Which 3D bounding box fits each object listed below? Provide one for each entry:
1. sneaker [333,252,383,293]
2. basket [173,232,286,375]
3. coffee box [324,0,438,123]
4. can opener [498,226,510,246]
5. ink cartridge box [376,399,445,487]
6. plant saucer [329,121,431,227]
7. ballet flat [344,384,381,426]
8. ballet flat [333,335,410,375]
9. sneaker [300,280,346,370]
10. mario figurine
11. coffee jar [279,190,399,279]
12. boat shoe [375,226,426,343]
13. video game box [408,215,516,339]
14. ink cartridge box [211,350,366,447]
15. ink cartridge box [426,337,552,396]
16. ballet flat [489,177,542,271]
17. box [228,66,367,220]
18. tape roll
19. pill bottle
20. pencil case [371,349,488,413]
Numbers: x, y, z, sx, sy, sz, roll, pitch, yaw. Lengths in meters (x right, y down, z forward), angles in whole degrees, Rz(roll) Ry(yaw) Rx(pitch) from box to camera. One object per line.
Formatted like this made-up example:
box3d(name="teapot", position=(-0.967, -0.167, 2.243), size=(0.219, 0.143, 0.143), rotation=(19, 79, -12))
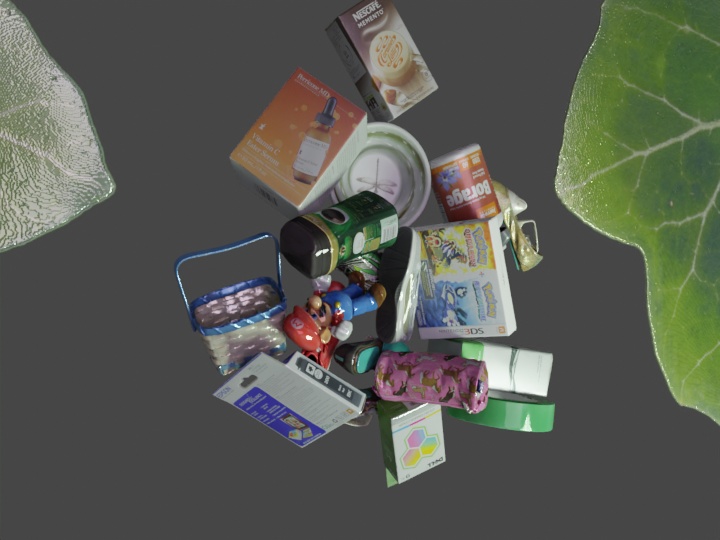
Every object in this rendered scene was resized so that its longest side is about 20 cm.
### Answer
box3d(name="sneaker", position=(0.000, 0.000, 1.332), size=(0.195, 0.078, 0.088), rotation=(18, 84, -20))
box3d(name="basket", position=(-0.206, 0.052, 1.212), size=(0.172, 0.139, 0.205), rotation=(-15, 119, -21))
box3d(name="coffee box", position=(0.038, -0.386, 1.348), size=(0.113, 0.079, 0.203), rotation=(-35, 101, -17))
box3d(name="can opener", position=(0.177, -0.034, 1.344), size=(0.067, 0.197, 0.053), rotation=(54, 35, -15))
box3d(name="ink cartridge box", position=(0.094, 0.313, 1.336), size=(0.101, 0.059, 0.205), rotation=(-19, 120, -21))
box3d(name="plant saucer", position=(0.031, -0.165, 1.353), size=(0.194, 0.050, 0.207), rotation=(0, 89, -13))
box3d(name="ballet flat", position=(0.022, 0.246, 1.348), size=(0.194, 0.069, 0.073), rotation=(-3, 108, -23))
box3d(name="ballet flat", position=(0.019, 0.147, 1.330), size=(0.198, 0.067, 0.070), rotation=(10, 91, -58))
box3d(name="sneaker", position=(-0.062, 0.116, 1.281), size=(0.076, 0.116, 0.206), rotation=(13, 85, -3))
box3d(name="mario figurine", position=(-0.045, 0.054, 1.215), size=(0.198, 0.122, 0.108), rotation=(-30, 100, -41))
box3d(name="coffee jar", position=(-0.035, -0.060, 1.223), size=(0.197, 0.103, 0.087), rotation=(-24, 133, -37))
box3d(name="boat shoe", position=(0.075, 0.026, 1.305), size=(0.064, 0.073, 0.209), rotation=(2, 97, -43))
box3d(name="video game box", position=(0.171, 0.018, 1.304), size=(0.047, 0.178, 0.206), rotation=(-27, 107, -56))
box3d(name="ink cartridge box", position=(-0.122, 0.206, 1.228), size=(0.198, 0.197, 0.044), rotation=(34, 48, -18))
box3d(name="ink cartridge box", position=(0.238, 0.175, 1.384), size=(0.194, 0.146, 0.086), rotation=(9, 88, -19))
box3d(name="ballet flat", position=(0.305, -0.099, 1.450), size=(0.070, 0.070, 0.204), rotation=(-28, 102, -18))
box3d(name="box", position=(-0.101, -0.207, 1.254), size=(0.150, 0.107, 0.202), rotation=(33, 78, 9))
box3d(name="tape roll", position=(0.257, 0.252, 1.361), size=(0.195, 0.200, 0.050), rotation=(9, 87, -20))
box3d(name="pill bottle", position=(0.203, -0.125, 1.391), size=(0.110, 0.112, 0.205), rotation=(-24, 97, -19))
box3d(name="pencil case", position=(0.120, 0.187, 1.258), size=(0.194, 0.086, 0.085), rotation=(5, 109, 20))
